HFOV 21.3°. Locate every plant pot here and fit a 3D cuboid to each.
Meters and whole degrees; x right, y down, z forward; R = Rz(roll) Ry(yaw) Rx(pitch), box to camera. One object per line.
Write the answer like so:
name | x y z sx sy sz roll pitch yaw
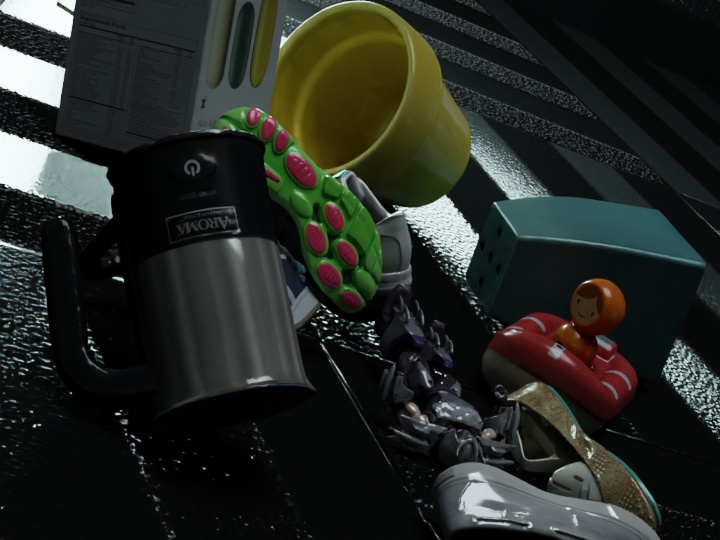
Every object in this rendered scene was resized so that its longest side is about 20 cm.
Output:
plant pot | 0.020 -0.160 2.069 0.201 0.201 0.188 41 6 37
plant pot | 0.220 0.006 1.975 0.198 0.142 0.142 13 21 -19

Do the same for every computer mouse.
computer mouse | 0.000 0.000 1.778 0.139 0.046 0.200 -11 30 -35

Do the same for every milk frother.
milk frother | -0.127 0.024 1.393 0.200 0.179 0.190 46 31 -73

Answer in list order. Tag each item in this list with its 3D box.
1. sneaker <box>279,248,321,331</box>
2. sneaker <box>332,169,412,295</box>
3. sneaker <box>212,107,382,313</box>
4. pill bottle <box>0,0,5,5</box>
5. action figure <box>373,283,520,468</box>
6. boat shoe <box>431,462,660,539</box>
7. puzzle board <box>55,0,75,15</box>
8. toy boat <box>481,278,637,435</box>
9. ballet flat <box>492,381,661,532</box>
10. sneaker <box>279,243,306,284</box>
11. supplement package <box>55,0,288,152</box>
sneaker | -0.095 0.014 1.523 0.109 0.070 0.200 56 12 -2
sneaker | -0.029 -0.053 1.722 0.199 0.089 0.075 23 32 34
sneaker | -0.053 -0.052 1.618 0.201 0.077 0.084 53 -17 -4
pill bottle | -0.422 -0.287 1.858 0.112 0.114 0.200 31 17 11
action figure | 0.063 0.099 1.588 0.129 0.070 0.200 29 19 -29
boat shoe | 0.144 0.204 1.423 0.199 0.072 0.069 27 37 -25
puzzle board | -0.240 -0.260 2.221 0.199 0.018 0.151 32 19 14
toy boat | 0.199 0.067 1.770 0.130 0.132 0.200 32 18 14
ballet flat | 0.172 0.166 1.596 0.065 0.071 0.200 -13 33 -23
sneaker | -0.119 -0.042 1.693 0.086 0.078 0.200 11 24 -35
supplement package | -0.175 -0.213 1.821 0.149 0.202 0.151 15 11 24
